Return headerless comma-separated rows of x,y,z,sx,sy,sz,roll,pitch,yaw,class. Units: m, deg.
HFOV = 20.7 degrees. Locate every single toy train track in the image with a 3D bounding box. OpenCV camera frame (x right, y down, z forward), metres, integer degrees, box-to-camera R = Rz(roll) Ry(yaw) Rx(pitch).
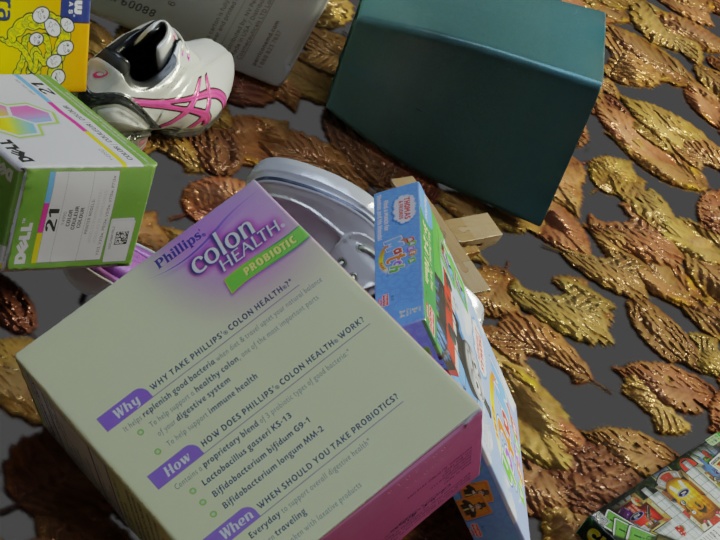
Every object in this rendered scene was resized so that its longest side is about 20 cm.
0.021,-0.012,1.466,0.200,0.033,0.115,-10,56,-39,toy train track

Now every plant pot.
0.083,-0.158,1.623,0.200,0.141,0.141,19,32,-3,plant pot

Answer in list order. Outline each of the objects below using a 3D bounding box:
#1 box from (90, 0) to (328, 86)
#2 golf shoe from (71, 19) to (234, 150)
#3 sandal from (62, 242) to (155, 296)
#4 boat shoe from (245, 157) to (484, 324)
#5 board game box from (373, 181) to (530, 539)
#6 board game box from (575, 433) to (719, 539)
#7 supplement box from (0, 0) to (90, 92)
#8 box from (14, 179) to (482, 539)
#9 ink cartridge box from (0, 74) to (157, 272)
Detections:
-0.110,-0.297,1.596,0.200,0.199,0.171,21,32,-18,box
-0.143,-0.143,1.455,0.073,0.092,0.200,35,30,10,golf shoe
-0.099,0.013,1.309,0.203,0.050,0.082,16,34,-23,sandal
0.000,0.000,1.367,0.200,0.074,0.067,34,52,-11,boat shoe
0.058,0.066,1.260,0.151,0.037,0.200,-90,160,-55,board game box
0.241,0.181,1.380,0.105,0.023,0.200,44,34,18,board game box
-0.293,-0.179,1.327,0.200,0.109,0.109,-4,12,-42,supplement box
-0.062,0.083,1.118,0.176,0.097,0.200,-38,67,-17,box
-0.253,-0.062,1.232,0.200,0.076,0.148,-3,30,-41,ink cartridge box
